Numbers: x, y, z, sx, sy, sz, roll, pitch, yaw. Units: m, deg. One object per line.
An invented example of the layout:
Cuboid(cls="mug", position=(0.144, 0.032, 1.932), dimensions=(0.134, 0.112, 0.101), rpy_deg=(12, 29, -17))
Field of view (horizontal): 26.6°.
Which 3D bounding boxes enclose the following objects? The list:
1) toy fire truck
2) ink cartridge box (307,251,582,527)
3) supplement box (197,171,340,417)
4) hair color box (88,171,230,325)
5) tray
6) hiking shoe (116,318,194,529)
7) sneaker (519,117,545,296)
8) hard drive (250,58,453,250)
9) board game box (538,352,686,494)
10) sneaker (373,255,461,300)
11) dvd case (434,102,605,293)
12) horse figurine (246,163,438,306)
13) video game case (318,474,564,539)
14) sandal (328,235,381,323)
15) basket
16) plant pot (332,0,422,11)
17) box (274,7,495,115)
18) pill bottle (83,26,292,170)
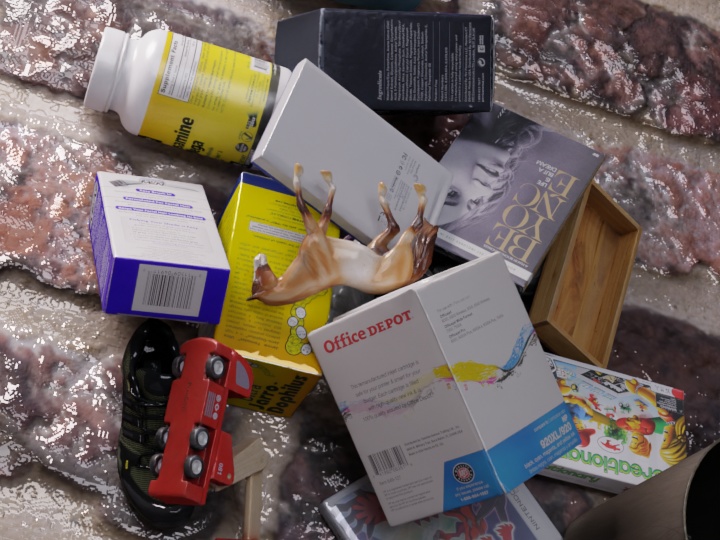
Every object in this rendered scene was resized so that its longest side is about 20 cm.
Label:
Cuboid(cls="toy fire truck", position=(-0.123, 0.174, 1.368), dimensions=(0.141, 0.049, 0.200), rpy_deg=(34, 61, -49))
Cuboid(cls="ink cartridge box", position=(0.079, 0.108, 1.412), dimensions=(0.145, 0.147, 0.200), rpy_deg=(-22, 89, -49))
Cuboid(cls="supplement box", position=(-0.092, 0.024, 1.490), dimensions=(0.109, 0.109, 0.200), rpy_deg=(14, 59, -13))
Cuboid(cls="hair color box", position=(-0.195, -0.024, 1.445), dimensions=(0.109, 0.065, 0.200), rpy_deg=(7, 26, -17))
Cuboid(cls="tray", position=(0.244, 0.006, 1.652), dimensions=(0.099, 0.037, 0.200), rpy_deg=(40, 51, -26))
Cuboid(cls="hiking shoe", position=(-0.190, 0.134, 1.392), dimensions=(0.076, 0.101, 0.200), rpy_deg=(-8, 62, -10))
Cuboid(cls="sneaker", position=(0.170, -0.074, 1.654), dimensions=(0.070, 0.090, 0.200), rpy_deg=(4, 61, -19))
Cuboid(cls="hard drive", position=(-0.004, -0.101, 1.510), dimensions=(0.200, 0.025, 0.132), rpy_deg=(36, 54, -21))
Cuboid(cls="board game box", position=(0.245, 0.162, 1.574), dimensions=(0.200, 0.035, 0.126), rpy_deg=(15, 57, -18))
Cuboid(cls="sneaker", position=(0.080, 0.005, 1.574), dimensions=(0.099, 0.071, 0.200), rpy_deg=(42, 57, -24))
Cuboid(cls="dvd case", position=(0.149, -0.083, 1.596), dimensions=(0.149, 0.016, 0.200), rpy_deg=(27, 59, 14))
Cuboid(cls="horse figurine", position=(-0.005, -0.024, 1.443), dimensions=(0.200, 0.050, 0.133), rpy_deg=(8, 84, -27))
Cuboid(cls="video game case", position=(0.087, 0.256, 1.481), dimensions=(0.200, 0.023, 0.182), rpy_deg=(-28, 75, -30))
Cuboid(cls="sandal", position=(-0.003, -0.006, 1.573), dimensions=(0.050, 0.083, 0.203), rpy_deg=(8, 49, 35))
Cuboid(cls="basket", position=(0.296, 0.257, 1.442), dimensions=(0.136, 0.200, 0.180), rpy_deg=(47, 51, -6))
Cuboid(cls="plant pot", position=(-0.002, -0.386, 1.715), dimensions=(0.188, 0.200, 0.200), rpy_deg=(28, 55, -23))
Cuboid(cls="box", position=(0.024, -0.220, 1.630), dimensions=(0.200, 0.148, 0.105), rpy_deg=(-1, 94, -22))
Cuboid(cls="pill bottle", position=(-0.178, -0.182, 1.570), dimensions=(0.200, 0.112, 0.113), rpy_deg=(16, 58, -11))
